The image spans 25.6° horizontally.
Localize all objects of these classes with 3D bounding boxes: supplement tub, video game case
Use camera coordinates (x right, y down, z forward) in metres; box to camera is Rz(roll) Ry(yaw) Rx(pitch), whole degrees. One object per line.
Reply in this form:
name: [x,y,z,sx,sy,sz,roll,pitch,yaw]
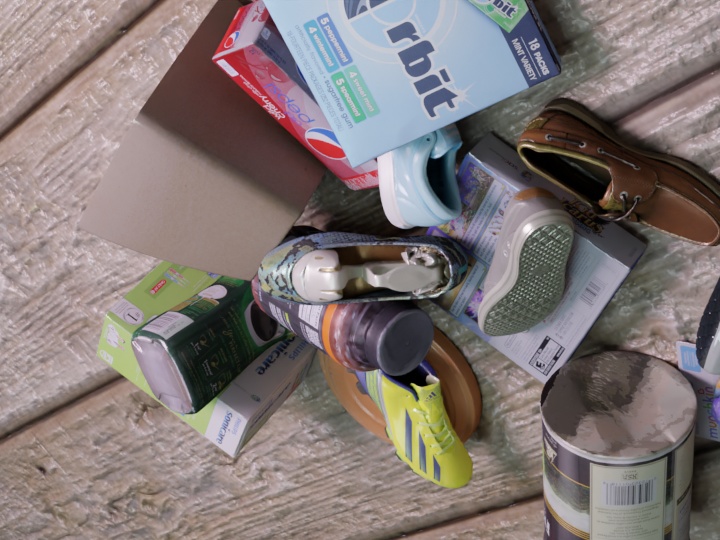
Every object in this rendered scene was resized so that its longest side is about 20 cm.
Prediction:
supplement tub: [-0.015,0.034,1.589,0.200,0.107,0.107,31,143,45]
video game case: [0.151,-0.007,1.502,0.181,0.045,0.200,36,140,9]

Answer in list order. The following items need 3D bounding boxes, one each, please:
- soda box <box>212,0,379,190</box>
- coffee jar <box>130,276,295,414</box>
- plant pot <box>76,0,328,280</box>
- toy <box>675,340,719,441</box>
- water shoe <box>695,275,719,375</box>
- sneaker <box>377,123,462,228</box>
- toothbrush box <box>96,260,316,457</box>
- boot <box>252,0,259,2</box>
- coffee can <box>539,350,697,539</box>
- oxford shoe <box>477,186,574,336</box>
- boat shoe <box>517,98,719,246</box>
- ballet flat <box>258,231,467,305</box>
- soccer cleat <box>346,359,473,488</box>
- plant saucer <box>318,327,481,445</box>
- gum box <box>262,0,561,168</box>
soda box: [-0.038,-0.162,1.459,0.063,0.070,0.200,-11,135,46]
coffee jar: [-0.140,0.058,1.681,0.085,0.200,0.104,10,128,47]
plant pot: [-0.131,-0.109,1.546,0.177,0.200,0.200,33,141,-7]
toy: [0.377,0.139,1.442,0.200,0.047,0.115,11,129,33]
water shoe: [0.352,0.014,1.353,0.079,0.072,0.200,11,136,-5]
sneaker: [0.056,-0.136,1.430,0.082,0.074,0.200,2,112,37]
toothbrush box: [-0.171,0.086,1.775,0.200,0.146,0.086,34,141,10]
boot: [-0.094,-0.289,1.386,0.144,0.072,0.200,63,174,-24]
coffee can: [0.248,0.199,1.526,0.146,0.146,0.200,18,134,28]
oxford shoe: [0.148,-0.006,1.431,0.200,0.075,0.058,101,157,-54]
boat shoe: [0.226,-0.069,1.366,0.200,0.068,0.072,29,137,15]
ballet flat: [0.000,0.000,1.481,0.200,0.074,0.074,-7,126,5]
soccer cleat: [0.063,0.146,1.649,0.084,0.065,0.200,-21,109,45]
plant saucer: [0.038,0.122,1.723,0.200,0.032,0.200,22,136,23]
gum box: [0.044,-0.204,1.343,0.200,0.045,0.170,-24,108,17]
